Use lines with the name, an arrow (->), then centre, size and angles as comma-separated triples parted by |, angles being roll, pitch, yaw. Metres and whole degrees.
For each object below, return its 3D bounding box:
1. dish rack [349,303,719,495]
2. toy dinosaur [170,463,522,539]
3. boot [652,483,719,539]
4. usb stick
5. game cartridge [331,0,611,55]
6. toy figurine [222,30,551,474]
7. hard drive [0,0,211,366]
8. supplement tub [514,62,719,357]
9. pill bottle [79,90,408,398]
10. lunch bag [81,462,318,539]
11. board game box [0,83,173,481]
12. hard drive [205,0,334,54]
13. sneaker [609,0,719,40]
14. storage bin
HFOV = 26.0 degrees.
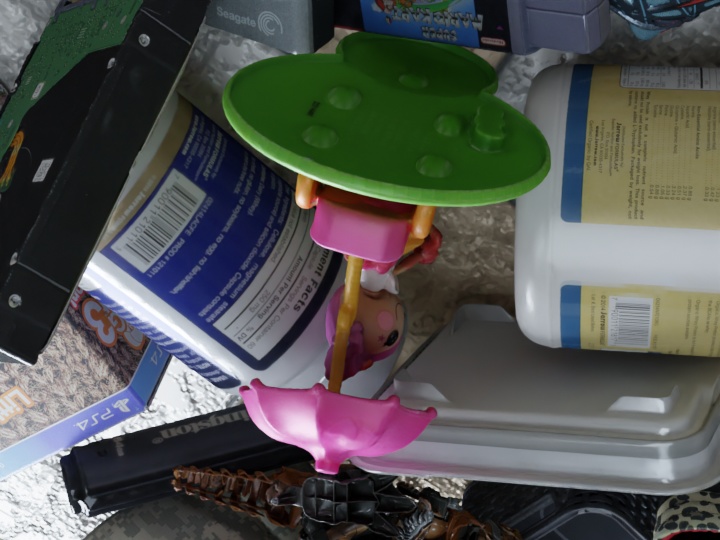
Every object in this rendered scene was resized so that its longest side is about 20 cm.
dish rack -> 0.106, 0.060, 0.832 | 0.199, 0.172, 0.044 | 2, 109, 23
toy dinosaur -> -0.006, 0.150, 0.873 | 0.198, 0.136, 0.103 | -6, 95, 9
boot -> 0.243, 0.144, 0.874 | 0.203, 0.154, 0.074 | 31, 124, -9
usb stick -> -0.078, 0.102, 0.929 | 0.199, 0.056, 0.033 | -13, 124, -13
game cartridge -> 0.021, -0.172, 0.739 | 0.199, 0.038, 0.130 | 14, 125, 33
toy figurine -> 0.000, 0.000, 0.757 | 0.149, 0.200, 0.185 | 14, 117, 4
hard drive -> -0.156, -0.051, 0.781 | 0.038, 0.201, 0.139 | 31, 163, -29
supplement tub -> 0.181, -0.028, 0.778 | 0.198, 0.145, 0.145 | 3, 124, 10
pill bottle -> -0.074, -0.002, 0.865 | 0.200, 0.116, 0.116 | 40, 123, -23
lunch bag -> -0.076, 0.214, 0.944 | 0.200, 0.167, 0.140 | 44, 130, 20
board game box -> -0.230, 0.012, 0.923 | 0.159, 0.097, 0.200 | -27, 114, 27
hard drive -> -0.076, -0.213, 0.743 | 0.139, 0.033, 0.201 | 22, 133, 27
sneaker -> 0.156, -0.159, 0.748 | 0.199, 0.079, 0.096 | 9, 131, 18
storage bin -> 0.164, 0.200, 0.968 | 0.200, 0.094, 0.135 | 42, 121, -17
